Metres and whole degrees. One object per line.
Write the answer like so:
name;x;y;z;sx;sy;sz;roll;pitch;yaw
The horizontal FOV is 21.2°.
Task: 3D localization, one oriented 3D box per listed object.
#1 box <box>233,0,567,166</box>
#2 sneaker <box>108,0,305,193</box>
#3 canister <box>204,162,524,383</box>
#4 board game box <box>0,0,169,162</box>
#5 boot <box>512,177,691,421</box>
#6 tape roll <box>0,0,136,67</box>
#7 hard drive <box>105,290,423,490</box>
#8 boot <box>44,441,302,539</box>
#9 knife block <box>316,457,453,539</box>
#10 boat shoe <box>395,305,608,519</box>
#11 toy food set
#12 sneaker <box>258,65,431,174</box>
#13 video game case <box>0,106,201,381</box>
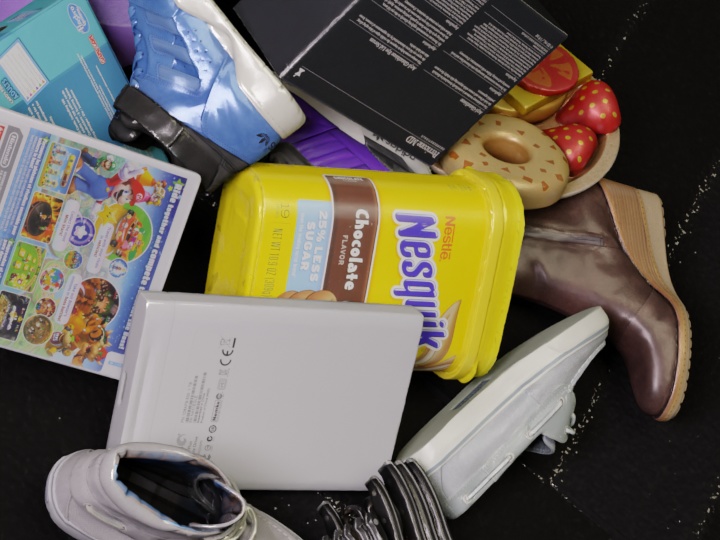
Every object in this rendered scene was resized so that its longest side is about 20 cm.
box;0.031;-0.170;1.324;0.200;0.141;0.079;26;23;-55
sneaker;-0.139;-0.141;1.267;0.111;0.077;0.200;-39;88;1
canister;0.000;0.000;1.334;0.200;0.087;0.149;2;108;-26
board game box;-0.230;-0.073;1.259;0.200;0.047;0.151;-42;115;-38
boot;0.160;0.020;1.471;0.166;0.072;0.200;2;65;-15
tape roll;-0.203;-0.247;1.392;0.200;0.066;0.201;13;60;-23
hard drive;-0.063;0.082;1.270;0.200;0.132;0.027;4;19;-27
boot;-0.094;0.164;1.202;0.200;0.096;0.074;24;65;-28
knife block;0.050;0.230;1.277;0.200;0.064;0.176;43;37;-22
boat shoe;0.114;0.104;1.381;0.201;0.070;0.072;-38;96;-24
toy food set;0.107;-0.130;1.486;0.200;0.049;0.198;-31;64;-36
sneaker;-0.043;-0.071;1.387;0.200;0.070;0.100;25;58;-15
video game case;-0.213;-0.023;1.196;0.200;0.018;0.144;18;95;-26
